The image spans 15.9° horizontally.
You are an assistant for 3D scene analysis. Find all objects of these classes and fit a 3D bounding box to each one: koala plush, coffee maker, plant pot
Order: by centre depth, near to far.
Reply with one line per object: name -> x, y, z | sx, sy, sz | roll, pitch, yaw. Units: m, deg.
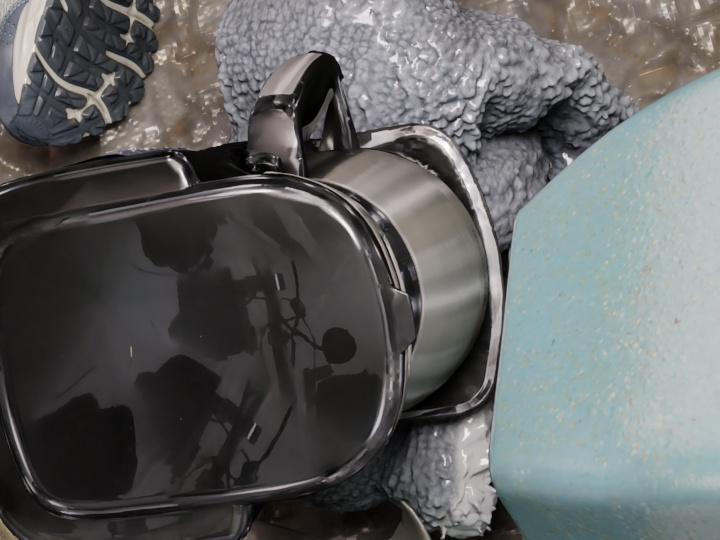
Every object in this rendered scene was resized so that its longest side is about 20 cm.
coffee maker -> -0.057, 0.026, 0.841 | 0.192, 0.200, 0.135 | -33, 87, 14
plant pot -> 0.155, 0.044, 0.886 | 0.199, 0.196, 0.197 | -6, 53, 20
koala plush -> 0.000, 0.000, 0.992 | 0.177, 0.184, 0.201 | 12, 78, 23

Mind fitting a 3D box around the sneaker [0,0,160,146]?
sneaker -> -0.141, -0.135, 1.170 | 0.086, 0.078, 0.201 | -10, 51, 26

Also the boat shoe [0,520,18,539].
boat shoe -> -0.084, 0.141, 0.991 | 0.072, 0.065, 0.200 | -31, 73, -26

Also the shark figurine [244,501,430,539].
shark figurine -> -0.014, 0.111, 0.931 | 0.214, 0.090, 0.128 | 32, 41, 18
